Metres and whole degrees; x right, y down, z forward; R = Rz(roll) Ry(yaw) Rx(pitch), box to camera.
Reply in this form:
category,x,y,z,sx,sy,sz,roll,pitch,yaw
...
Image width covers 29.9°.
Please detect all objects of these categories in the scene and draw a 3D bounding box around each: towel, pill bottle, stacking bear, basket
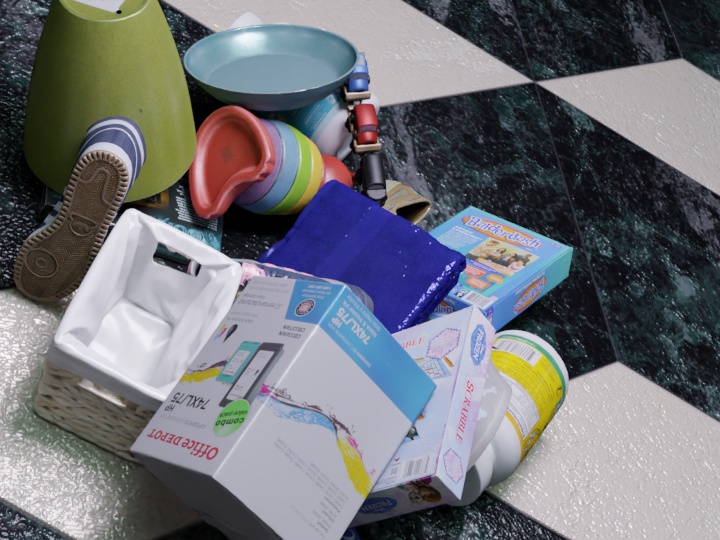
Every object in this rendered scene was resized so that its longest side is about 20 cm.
category,x,y,z,sx,sy,sz,roll,pitch,yaw
towel,0.000,0.000,1.444,0.199,0.050,0.148,31,71,30
pill bottle,0.136,0.159,1.439,0.113,0.113,0.200,40,42,6
pill bottle,-0.082,-0.226,1.647,0.200,0.111,0.111,41,43,7
stacking bear,-0.086,-0.107,1.524,0.199,0.121,0.114,16,46,-48
basket,-0.216,0.065,1.293,0.135,0.124,0.201,28,42,-7

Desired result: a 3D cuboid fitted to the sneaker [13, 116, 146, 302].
category,x,y,z,sx,sy,sz,roll,pitch,yaw
sneaker,-0.272,-0.064,1.328,0.070,0.200,0.109,29,32,-15

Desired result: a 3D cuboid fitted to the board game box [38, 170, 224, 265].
category,x,y,z,sx,sy,sz,roll,pitch,yaw
board game box,-0.245,-0.083,1.476,0.199,0.028,0.136,18,45,-19

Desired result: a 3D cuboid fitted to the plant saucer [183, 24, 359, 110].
category,x,y,z,sx,sy,sz,roll,pitch,yaw
plant saucer,-0.100,-0.226,1.522,0.198,0.036,0.201,0,31,0

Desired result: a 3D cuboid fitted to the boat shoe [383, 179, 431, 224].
category,x,y,z,sx,sy,sz,roll,pitch,yaw
boat shoe,0.023,-0.048,1.566,0.076,0.072,0.200,16,38,23

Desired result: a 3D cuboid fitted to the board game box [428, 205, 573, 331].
category,x,y,z,sx,sy,sz,roll,pitch,yaw
board game box,0.136,0.000,1.588,0.151,0.045,0.200,25,36,30

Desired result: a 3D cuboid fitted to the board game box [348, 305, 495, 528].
category,x,y,z,sx,sy,sz,roll,pitch,yaw
board game box,0.020,0.143,1.251,0.041,0.199,0.200,48,40,-29

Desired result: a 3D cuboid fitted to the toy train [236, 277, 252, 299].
category,x,y,z,sx,sy,sz,roll,pitch,yaw
toy train,-0.069,0.088,1.359,0.201,0.034,0.046,59,38,-31

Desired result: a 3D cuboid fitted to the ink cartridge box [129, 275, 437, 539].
category,x,y,z,sx,sy,sz,roll,pitch,yaw
ink cartridge box,-0.066,0.130,1.178,0.146,0.146,0.201,48,65,-30

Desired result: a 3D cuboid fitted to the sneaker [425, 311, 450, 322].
category,x,y,z,sx,sy,sz,roll,pitch,yaw
sneaker,0.036,0.088,1.457,0.198,0.066,0.079,4,44,-10

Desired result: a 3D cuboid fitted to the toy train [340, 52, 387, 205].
category,x,y,z,sx,sy,sz,roll,pitch,yaw
toy train,0.002,-0.167,1.551,0.034,0.046,0.202,-6,71,-11

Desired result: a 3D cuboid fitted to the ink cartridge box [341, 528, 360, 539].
category,x,y,z,sx,sy,sz,roll,pitch,yaw
ink cartridge box,-0.078,0.210,1.309,0.093,0.044,0.201,-8,58,-35

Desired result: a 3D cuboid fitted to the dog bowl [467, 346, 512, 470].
category,x,y,z,sx,sy,sz,roll,pitch,yaw
dog bowl,0.060,0.141,1.338,0.059,0.200,0.201,41,40,-20

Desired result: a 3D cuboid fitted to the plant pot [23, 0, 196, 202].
category,x,y,z,sx,sy,sz,roll,pitch,yaw
plant pot,-0.261,-0.205,1.387,0.185,0.201,0.188,4,49,-4

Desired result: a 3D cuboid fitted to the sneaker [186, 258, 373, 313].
category,x,y,z,sx,sy,sz,roll,pitch,yaw
sneaker,-0.087,0.026,1.376,0.198,0.082,0.071,4,64,18
